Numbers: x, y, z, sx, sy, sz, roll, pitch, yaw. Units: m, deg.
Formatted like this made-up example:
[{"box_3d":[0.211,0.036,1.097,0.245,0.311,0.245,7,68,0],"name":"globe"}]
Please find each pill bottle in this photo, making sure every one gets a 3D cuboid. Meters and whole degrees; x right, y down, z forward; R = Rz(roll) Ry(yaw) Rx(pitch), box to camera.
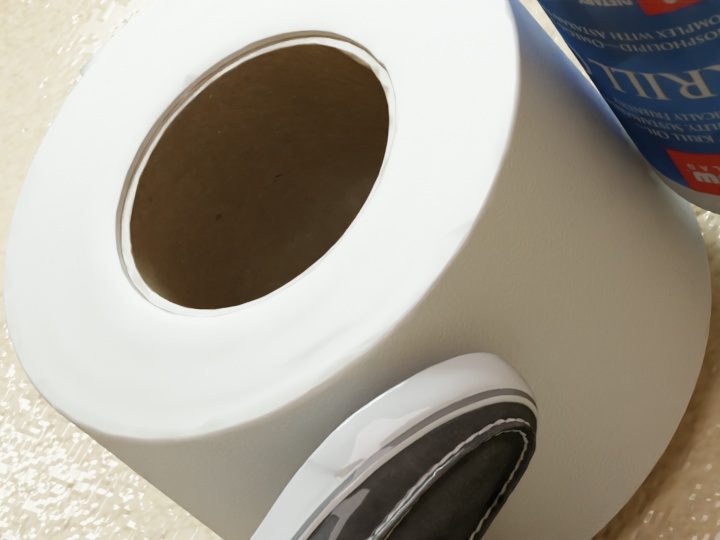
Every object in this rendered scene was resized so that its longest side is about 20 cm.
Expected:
[{"box_3d":[0.124,-0.085,0.884,0.112,0.200,0.112,-17,50,22],"name":"pill bottle"}]

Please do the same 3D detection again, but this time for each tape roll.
[{"box_3d":[0.000,0.000,0.935,0.203,0.139,0.203,-21,49,26],"name":"tape roll"}]

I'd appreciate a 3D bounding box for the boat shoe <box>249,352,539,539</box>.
[{"box_3d":[-0.012,0.113,0.821,0.200,0.070,0.066,-43,53,-3],"name":"boat shoe"}]
